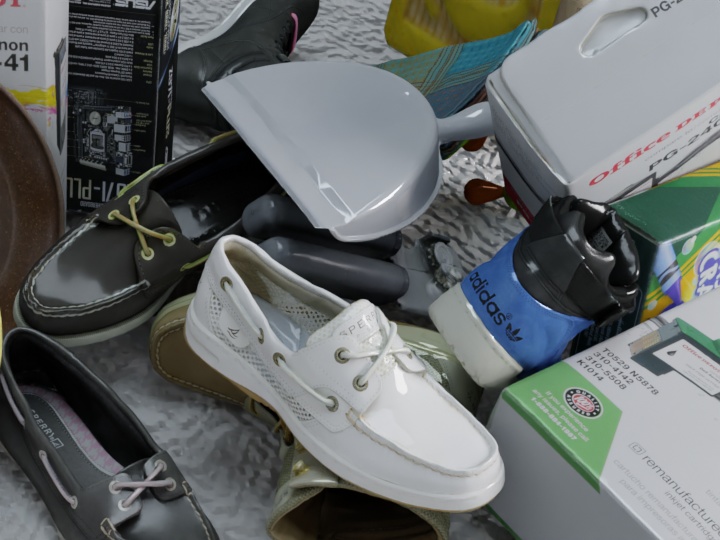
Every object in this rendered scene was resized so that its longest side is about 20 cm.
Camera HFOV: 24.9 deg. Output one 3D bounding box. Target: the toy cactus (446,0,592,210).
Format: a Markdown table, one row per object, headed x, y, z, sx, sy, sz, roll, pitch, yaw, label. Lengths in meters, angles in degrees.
| x | y | z | sx | sy | sz | roll | pitch | yaw | label |
| --- | --- | --- | --- | --- | --- | --- | --- | --- | --- |
| 0.139 | -0.106 | 1.131 | 0.197 | 0.167 | 0.102 | 8 | 6 | 12 | toy cactus |

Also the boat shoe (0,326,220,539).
| x | y | z | sx | sy | sz | roll | pitch | yaw | label |
| --- | --- | --- | --- | --- | --- | --- | --- | --- | --- |
| -0.141 | 0.100 | 0.861 | 0.066 | 0.058 | 0.199 | -20 | 42 | -35 | boat shoe |

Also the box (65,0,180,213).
| x | y | z | sx | sy | sz | roll | pitch | yaw | label |
| --- | --- | --- | --- | --- | --- | --- | --- | --- | --- |
| -0.226 | -0.134 | 1.099 | 0.197 | 0.166 | 0.086 | 6 | 24 | 0 | box |

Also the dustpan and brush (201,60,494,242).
| x | y | z | sx | sy | sz | roll | pitch | yaw | label |
| --- | --- | --- | --- | --- | --- | --- | --- | --- | --- |
| 0.020 | -0.081 | 0.969 | 0.198 | 0.058 | 0.140 | -23 | 55 | -26 | dustpan and brush |

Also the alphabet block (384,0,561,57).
| x | y | z | sx | sy | sz | roll | pitch | yaw | label |
| --- | --- | --- | --- | --- | --- | --- | --- | --- | --- |
| 0.166 | -0.234 | 1.273 | 0.198 | 0.199 | 0.195 | -9 | 32 | -40 | alphabet block |

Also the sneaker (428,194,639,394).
| x | y | z | sx | sy | sz | roll | pitch | yaw | label |
| --- | --- | --- | --- | --- | --- | --- | --- | --- | --- |
| 0.111 | 0.016 | 0.917 | 0.077 | 0.111 | 0.200 | 55 | 8 | 17 | sneaker |

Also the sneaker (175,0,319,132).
| x | y | z | sx | sy | sz | roll | pitch | yaw | label |
| --- | --- | --- | --- | --- | --- | --- | --- | --- | --- |
| -0.069 | -0.159 | 1.265 | 0.098 | 0.071 | 0.200 | 26 | 44 | 25 | sneaker |

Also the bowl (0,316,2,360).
| x | y | z | sx | sy | sz | roll | pitch | yaw | label |
| --- | --- | --- | --- | --- | --- | --- | --- | --- | --- |
| -0.295 | 0.041 | 0.860 | 0.198 | 0.203 | 0.094 | -9 | -8 | -22 | bowl |

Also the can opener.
| x | y | z | sx | sy | sz | roll | pitch | yaw | label |
| --- | --- | --- | --- | --- | --- | --- | --- | --- | --- |
| 0.000 | 0.000 | 0.987 | 0.199 | 0.066 | 0.053 | 15 | 57 | -51 | can opener |

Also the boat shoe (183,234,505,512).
| x | y | z | sx | sy | sz | roll | pitch | yaw | label |
| --- | --- | --- | --- | --- | --- | --- | --- | --- | --- |
| -0.009 | 0.048 | 0.831 | 0.199 | 0.070 | 0.071 | 31 | 37 | 22 | boat shoe |

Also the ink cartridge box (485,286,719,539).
| x | y | z | sx | sy | sz | roll | pitch | yaw | label |
| --- | --- | --- | --- | --- | --- | --- | --- | --- | --- |
| 0.181 | 0.102 | 0.876 | 0.199 | 0.085 | 0.146 | -22 | 52 | -36 | ink cartridge box |

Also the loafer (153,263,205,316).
| x | y | z | sx | sy | sz | roll | pitch | yaw | label |
| --- | --- | --- | --- | --- | --- | --- | --- | --- | --- |
| -0.069 | -0.028 | 1.054 | 0.198 | 0.076 | 0.068 | -11 | 42 | -24 | loafer |

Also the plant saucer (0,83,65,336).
| x | y | z | sx | sy | sz | roll | pitch | yaw | label |
| --- | --- | --- | --- | --- | --- | --- | --- | --- | --- |
| -0.273 | -0.030 | 0.946 | 0.198 | 0.203 | 0.037 | -9 | 4 | -23 | plant saucer |

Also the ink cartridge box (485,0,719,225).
| x | y | z | sx | sy | sz | roll | pitch | yaw | label |
| --- | --- | --- | --- | --- | --- | --- | --- | --- | --- |
| 0.161 | -0.089 | 0.985 | 0.144 | 0.200 | 0.084 | -33 | 73 | -1 | ink cartridge box |

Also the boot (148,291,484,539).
| x | y | z | sx | sy | sz | roll | pitch | yaw | label |
| --- | --- | --- | --- | --- | --- | --- | --- | --- | --- |
| -0.037 | 0.085 | 0.894 | 0.197 | 0.073 | 0.155 | 11 | 36 | 6 | boot |

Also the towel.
| x | y | z | sx | sy | sz | roll | pitch | yaw | label |
| --- | --- | --- | --- | --- | --- | --- | --- | --- | --- |
| 0.020 | -0.110 | 1.121 | 0.199 | 0.022 | 0.147 | -7 | 34 | 47 | towel |

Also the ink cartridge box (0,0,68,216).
| x | y | z | sx | sy | sz | roll | pitch | yaw | label |
| --- | --- | --- | --- | --- | --- | --- | --- | --- | --- |
| -0.258 | -0.105 | 1.016 | 0.145 | 0.202 | 0.086 | 3 | 25 | -3 | ink cartridge box |

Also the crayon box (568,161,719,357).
| x | y | z | sx | sy | sz | roll | pitch | yaw | label |
| --- | --- | --- | --- | --- | --- | --- | --- | --- | --- |
| 0.222 | -0.002 | 1.018 | 0.199 | 0.127 | 0.051 | -21 | 42 | -36 | crayon box |

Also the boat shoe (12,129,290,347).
| x | y | z | sx | sy | sz | roll | pitch | yaw | label |
| --- | --- | --- | --- | --- | --- | --- | --- | --- | --- |
| -0.116 | -0.026 | 0.955 | 0.200 | 0.061 | 0.072 | -33 | 70 | -29 | boat shoe |
